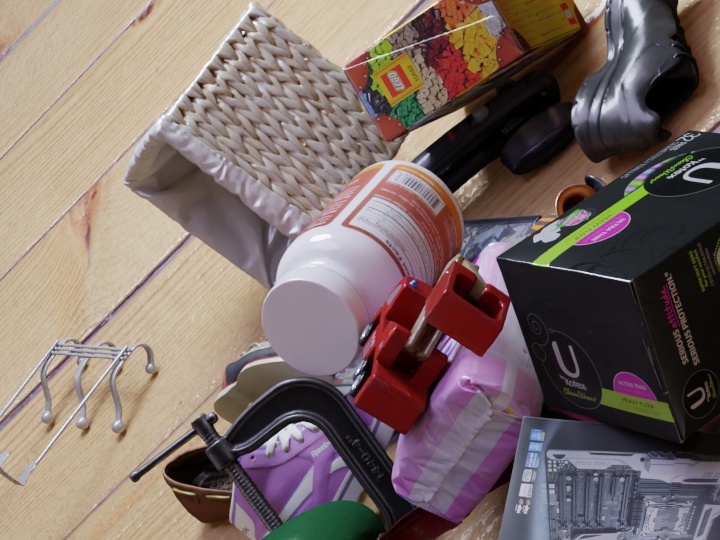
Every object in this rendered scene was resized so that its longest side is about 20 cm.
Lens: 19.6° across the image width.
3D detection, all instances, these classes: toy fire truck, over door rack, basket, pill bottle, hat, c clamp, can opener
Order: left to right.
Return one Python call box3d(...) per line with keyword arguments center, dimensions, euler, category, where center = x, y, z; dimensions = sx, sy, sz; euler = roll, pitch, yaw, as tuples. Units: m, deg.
box3d(center=(-0.304, 0.145, 2.037), dimensions=(0.200, 0.067, 0.147), euler=(-43, 25, -31), category="over door rack")
box3d(center=(-0.082, -0.102, 1.871), dimensions=(0.161, 0.199, 0.198), euler=(-54, 5, -17), category="basket")
box3d(center=(-0.053, 0.176, 1.619), dimensions=(0.171, 0.200, 0.027), euler=(-43, -4, 8), category="c clamp")
box3d(center=(-0.007, 0.177, 1.534), dimensions=(0.165, 0.199, 0.178), euler=(18, 86, 36), category="hat")
box3d(center=(0.000, 0.000, 1.675), dimensions=(0.112, 0.113, 0.200), euler=(-24, 14, 34), category="pill bottle")
box3d(center=(0.049, 0.038, 1.481), dimensions=(0.142, 0.048, 0.200), euler=(-56, 8, 21), category="toy fire truck")
box3d(center=(0.093, -0.104, 1.807), dimensions=(0.199, 0.064, 0.079), euler=(-31, 35, 11), category="can opener")

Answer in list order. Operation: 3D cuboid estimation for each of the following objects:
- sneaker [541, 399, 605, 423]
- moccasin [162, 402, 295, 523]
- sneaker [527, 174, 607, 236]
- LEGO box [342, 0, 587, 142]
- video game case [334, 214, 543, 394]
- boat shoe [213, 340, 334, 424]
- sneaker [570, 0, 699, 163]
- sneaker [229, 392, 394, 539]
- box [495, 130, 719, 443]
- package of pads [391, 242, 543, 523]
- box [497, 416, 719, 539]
box3d(center=(0.169, 0.110, 1.496), dimensions=(0.083, 0.077, 0.201), euler=(-27, 39, 38), category="sneaker")
box3d(center=(-0.087, 0.160, 1.757), dimensions=(0.200, 0.078, 0.074), euler=(-12, 47, 44), category="moccasin")
box3d(center=(0.176, -0.032, 1.601), dimensions=(0.078, 0.112, 0.199), euler=(-56, 32, -12), category="sneaker")
box3d(center=(0.094, -0.195, 1.811), dimensions=(0.148, 0.078, 0.200), euler=(-32, -1, 26), category="LEGO box")
box3d(center=(0.056, 0.045, 1.751), dimensions=(0.180, 0.025, 0.201), euler=(-3, 54, 50), category="video game case")
box3d(center=(-0.069, 0.086, 1.791), dimensions=(0.063, 0.071, 0.200), euler=(-61, 12, -25), category="boat shoe")
box3d(center=(0.244, -0.177, 1.724), dimensions=(0.090, 0.076, 0.202), euler=(-1, 62, 39), category="sneaker")
box3d(center=(-0.036, 0.130, 1.650), dimensions=(0.202, 0.114, 0.073), euler=(-61, -3, 1), category="sneaker")
box3d(center=(0.222, 0.005, 1.425), dimensions=(0.199, 0.125, 0.148), euler=(-32, 23, -28), category="box")
box3d(center=(0.087, 0.078, 1.546), dimensions=(0.121, 0.075, 0.201), euler=(-54, 10, 32), category="package of pads")
box3d(center=(0.168, 0.197, 1.367), dimensions=(0.156, 0.050, 0.201), euler=(4, 54, 18), category="box")
